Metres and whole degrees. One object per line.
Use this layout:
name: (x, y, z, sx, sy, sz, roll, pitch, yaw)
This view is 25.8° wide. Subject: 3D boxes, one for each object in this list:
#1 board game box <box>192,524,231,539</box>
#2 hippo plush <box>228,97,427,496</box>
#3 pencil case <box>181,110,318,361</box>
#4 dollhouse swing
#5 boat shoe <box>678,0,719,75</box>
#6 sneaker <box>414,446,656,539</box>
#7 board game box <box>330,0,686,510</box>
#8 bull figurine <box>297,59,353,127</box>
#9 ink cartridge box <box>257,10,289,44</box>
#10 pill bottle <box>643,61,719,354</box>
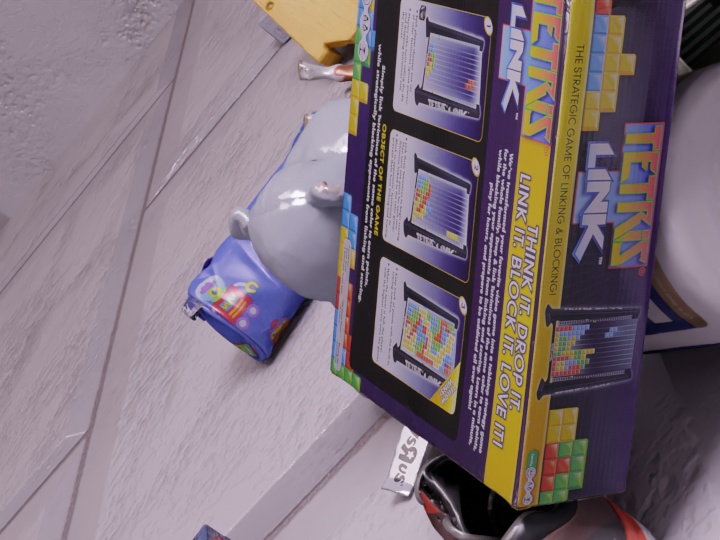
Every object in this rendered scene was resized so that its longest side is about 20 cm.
board game box: (-0.100, 0.258, 0.823, 0.201, 0.061, 0.200, -55, 17, -3)
hippo plush: (0.000, 0.000, 0.880, 0.159, 0.160, 0.201, -27, 31, 53)
pencil case: (-0.058, -0.030, 1.209, 0.201, 0.086, 0.078, -56, -22, -12)
dollhouse swing: (0.015, -0.307, 1.620, 0.201, 0.175, 0.182, -50, 59, 9)
boat shoe: (0.159, -0.117, 0.843, 0.200, 0.072, 0.062, -47, 23, 15)
sneaker: (0.061, 0.092, 0.683, 0.077, 0.082, 0.200, -55, 19, -1)
board game box: (0.052, -0.030, 0.642, 0.165, 0.056, 0.203, 30, 119, 57)
bull figurine: (0.021, -0.115, 1.137, 0.200, 0.120, 0.066, -113, 19, -62)
ink cartridge box: (-0.039, -0.362, 1.839, 0.200, 0.044, 0.095, -39, 24, 38)
pill bottle: (0.118, -0.019, 0.696, 0.112, 0.111, 0.199, -60, 19, -20)
